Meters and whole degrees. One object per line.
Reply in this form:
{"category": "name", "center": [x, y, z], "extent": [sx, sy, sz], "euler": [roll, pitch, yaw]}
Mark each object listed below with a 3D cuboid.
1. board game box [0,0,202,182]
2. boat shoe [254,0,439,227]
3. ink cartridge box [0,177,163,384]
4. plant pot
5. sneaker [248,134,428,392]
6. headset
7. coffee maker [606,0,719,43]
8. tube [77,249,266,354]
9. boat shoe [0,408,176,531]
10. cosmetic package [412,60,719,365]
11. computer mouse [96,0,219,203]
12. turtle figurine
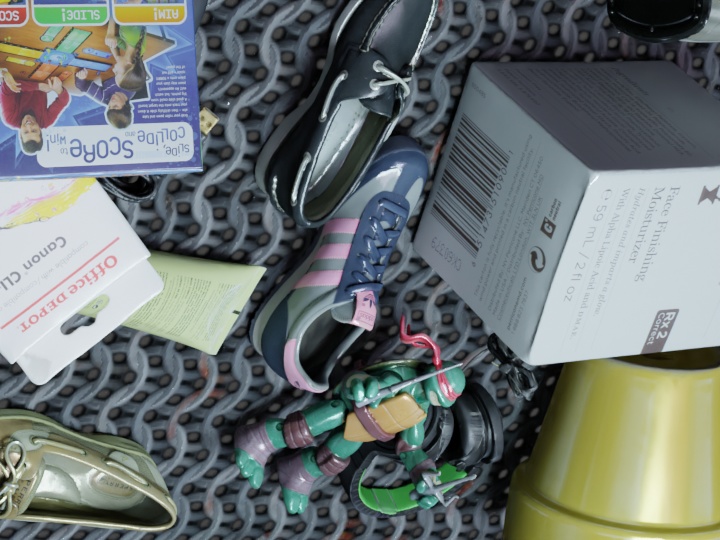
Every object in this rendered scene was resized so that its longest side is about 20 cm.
{"category": "board game box", "center": [-0.195, -0.121, 1.421], "extent": [0.200, 0.034, 0.136], "euler": [-3, 91, -29]}
{"category": "boat shoe", "center": [0.003, -0.120, 1.632], "extent": [0.076, 0.060, 0.200], "euler": [14, 112, -41]}
{"category": "ink cartridge box", "center": [-0.216, -0.026, 1.485], "extent": [0.116, 0.067, 0.200], "euler": [-38, 110, -6]}
{"category": "plant pot", "center": [0.226, 0.150, 1.912], "extent": [0.201, 0.201, 0.189], "euler": [-4, 109, -34]}
{"category": "sneaker", "center": [0.000, 0.000, 1.703], "extent": [0.070, 0.082, 0.200], "euler": [18, 109, -40]}
{"category": "headset", "center": [0.067, 0.129, 1.841], "extent": [0.123, 0.094, 0.200], "euler": [6, 129, -39]}
{"category": "coffee maker", "center": [0.295, -0.248, 1.694], "extent": [0.200, 0.135, 0.192], "euler": [1, 120, -37]}
{"category": "tube", "center": [-0.155, 0.013, 1.632], "extent": [0.058, 0.052, 0.200], "euler": [-21, 156, 40]}
{"category": "boat shoe", "center": [-0.220, 0.150, 1.670], "extent": [0.200, 0.063, 0.073], "euler": [17, 110, -42]}
{"category": "cosmetic package", "center": [0.179, -0.047, 1.737], "extent": [0.200, 0.165, 0.165], "euler": [-4, 125, -34]}
{"category": "computer mouse", "center": [-0.132, -0.128, 1.539], "extent": [0.140, 0.046, 0.200], "euler": [24, 105, -42]}
{"category": "turtle figurine", "center": [0.013, 0.116, 1.760], "extent": [0.200, 0.101, 0.150], "euler": [-24, 126, 22]}
